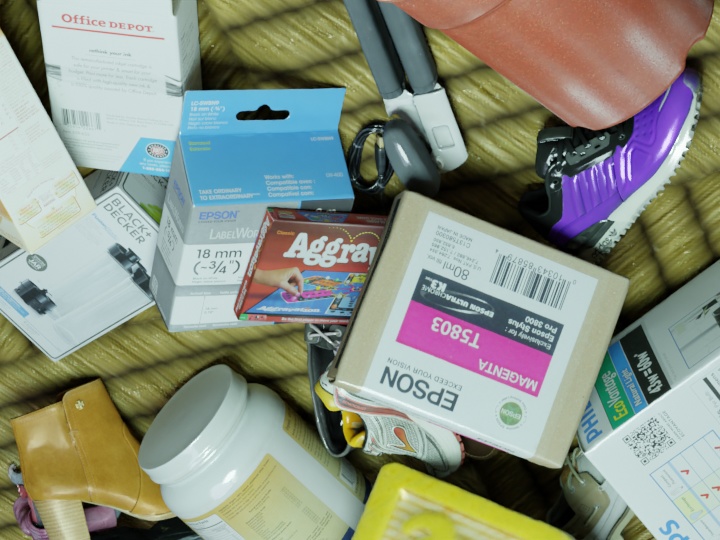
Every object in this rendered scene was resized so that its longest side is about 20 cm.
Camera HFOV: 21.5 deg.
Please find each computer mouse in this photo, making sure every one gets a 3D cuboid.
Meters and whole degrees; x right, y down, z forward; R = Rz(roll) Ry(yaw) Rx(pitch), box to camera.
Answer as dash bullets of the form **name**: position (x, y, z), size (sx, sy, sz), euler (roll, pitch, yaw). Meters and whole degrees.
- **computer mouse**: position (0.023, -0.036, 1.607), size (0.058, 0.034, 0.201), euler (-1, 128, 16)

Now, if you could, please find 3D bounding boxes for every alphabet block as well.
- **alphabet block**: position (0.095, 0.309, 1.691), size (0.195, 0.197, 0.200), euler (18, 168, 25)

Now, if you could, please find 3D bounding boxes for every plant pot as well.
- **plant pot**: position (0.135, -0.214, 1.343), size (0.200, 0.202, 0.195), euler (-33, 123, 33)

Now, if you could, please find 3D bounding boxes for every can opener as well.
- **can opener**: position (0.032, -0.147, 1.491), size (0.053, 0.067, 0.201), euler (-9, 128, 20)

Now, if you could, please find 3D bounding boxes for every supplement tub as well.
- **supplement tub**: position (-0.094, 0.196, 1.751), size (0.144, 0.145, 0.200), euler (-31, 115, 33)

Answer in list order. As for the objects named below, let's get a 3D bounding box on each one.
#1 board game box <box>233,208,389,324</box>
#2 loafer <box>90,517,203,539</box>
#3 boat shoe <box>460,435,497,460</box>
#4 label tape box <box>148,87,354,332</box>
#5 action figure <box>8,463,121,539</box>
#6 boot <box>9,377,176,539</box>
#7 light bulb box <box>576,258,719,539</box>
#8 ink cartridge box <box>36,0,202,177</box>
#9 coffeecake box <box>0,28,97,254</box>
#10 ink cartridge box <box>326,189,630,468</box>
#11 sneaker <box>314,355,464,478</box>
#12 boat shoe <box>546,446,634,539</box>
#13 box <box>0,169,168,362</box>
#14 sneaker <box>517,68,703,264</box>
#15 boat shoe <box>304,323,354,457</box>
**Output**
- **board game box**: position (0.000, 0.000, 1.579), size (0.198, 0.019, 0.104), euler (3, 124, -27)
- **loafer**: position (-0.175, 0.276, 1.838), size (0.198, 0.073, 0.073), euler (-14, 109, -17)
- **boat shoe**: position (0.106, 0.096, 1.670), size (0.071, 0.068, 0.201), euler (10, 130, 6)
- **label tape box**: position (-0.086, -0.048, 1.555), size (0.143, 0.063, 0.201), euler (-4, 130, -23)
- **action figure**: position (-0.291, 0.272, 1.870), size (0.133, 0.150, 0.200), euler (-5, 141, 25)
- **boot**: position (-0.226, 0.171, 1.808), size (0.071, 0.200, 0.145), euler (-12, 92, 67)
- **light bulb box**: position (0.304, 0.126, 1.568), size (0.199, 0.125, 0.198), euler (-36, 114, 12)
- **ink cartridge box**: position (-0.190, -0.178, 1.522), size (0.115, 0.067, 0.201), euler (8, 130, 9)
- **coffeecake box**: position (-0.315, -0.130, 1.537), size (0.153, 0.073, 0.201), euler (28, 149, 52)
- **ink cartridge box**: position (0.094, 0.048, 1.518), size (0.198, 0.075, 0.166), euler (21, 86, -5)
- **sneaker**: position (0.024, 0.127, 1.671), size (0.082, 0.078, 0.200), euler (-40, 133, 1)
- **boat shoe**: position (0.215, 0.194, 1.718), size (0.068, 0.075, 0.201), euler (9, 131, -1)
- **box**: position (-0.235, -0.012, 1.673), size (0.199, 0.060, 0.117), euler (-28, 118, 31)
- **sneaker**: position (0.189, -0.091, 1.496), size (0.099, 0.070, 0.201), euler (28, 129, -7)
- **boat shoe**: position (-0.018, 0.083, 1.687), size (0.066, 0.057, 0.201), euler (18, 136, 32)
